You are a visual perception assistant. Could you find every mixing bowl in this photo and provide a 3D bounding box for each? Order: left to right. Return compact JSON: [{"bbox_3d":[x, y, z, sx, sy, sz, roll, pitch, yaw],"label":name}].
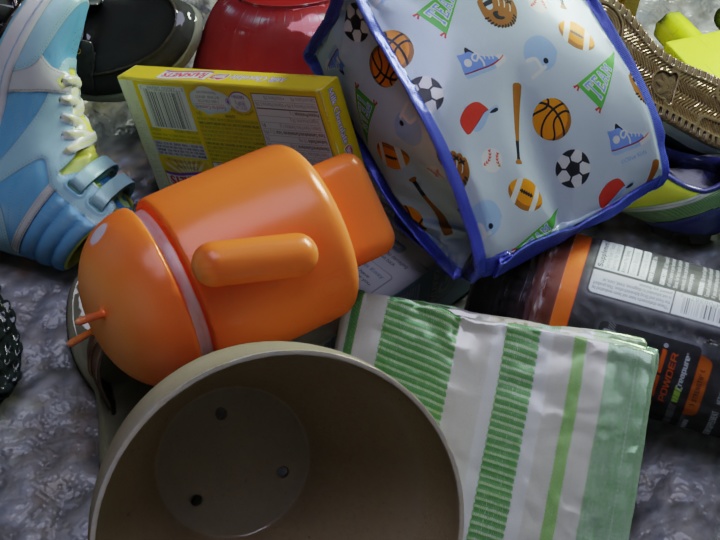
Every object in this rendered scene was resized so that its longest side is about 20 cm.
[{"bbox_3d":[-0.040,-0.164,1.117,0.200,0.109,0.200,-4,32,2],"label":"mixing bowl"}]

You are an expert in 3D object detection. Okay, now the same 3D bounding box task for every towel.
[{"bbox_3d":[0.073,0.098,0.922,0.200,0.023,0.153,11,77,9],"label":"towel"}]

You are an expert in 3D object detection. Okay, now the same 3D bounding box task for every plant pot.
[{"bbox_3d":[-0.058,0.125,0.841,0.200,0.201,0.134,-9,14,-14],"label":"plant pot"}]

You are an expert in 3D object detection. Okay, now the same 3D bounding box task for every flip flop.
[{"bbox_3d":[-0.143,0.066,0.957,0.081,0.058,0.200,-6,47,-11],"label":"flip flop"}]

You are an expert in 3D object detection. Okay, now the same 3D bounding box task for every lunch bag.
[{"bbox_3d":[0.086,-0.106,0.978,0.170,0.124,0.200,-27,78,-24],"label":"lunch bag"}]

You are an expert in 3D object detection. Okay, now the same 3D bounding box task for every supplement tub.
[{"bbox_3d":[0.170,0.037,0.985,0.200,0.107,0.107,15,47,10],"label":"supplement tub"}]

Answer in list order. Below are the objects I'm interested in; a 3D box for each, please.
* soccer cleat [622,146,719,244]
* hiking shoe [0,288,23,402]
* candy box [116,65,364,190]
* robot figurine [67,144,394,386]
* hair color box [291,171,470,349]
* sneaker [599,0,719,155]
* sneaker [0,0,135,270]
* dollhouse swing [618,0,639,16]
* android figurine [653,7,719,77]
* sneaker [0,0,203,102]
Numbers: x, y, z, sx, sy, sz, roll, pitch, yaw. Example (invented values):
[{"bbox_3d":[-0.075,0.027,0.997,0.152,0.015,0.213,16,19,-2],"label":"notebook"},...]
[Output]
[{"bbox_3d":[0.181,-0.076,1.108,0.200,0.084,0.065,10,47,5],"label":"soccer cleat"},{"bbox_3d":[-0.294,0.018,0.992,0.087,0.074,0.200,-40,67,10],"label":"hiking shoe"},{"bbox_3d":[-0.080,-0.088,1.028,0.200,0.102,0.026,10,40,41],"label":"candy box"},{"bbox_3d":[-0.081,-0.003,0.897,0.200,0.117,0.144,-25,39,-18],"label":"robot figurine"},{"bbox_3d":[0.000,0.000,1.034,0.099,0.061,0.200,37,54,27],"label":"hair color box"},{"bbox_3d":[0.183,-0.137,1.122,0.200,0.108,0.070,29,72,-21],"label":"sneaker"},{"bbox_3d":[-0.197,-0.094,1.042,0.130,0.200,0.080,23,10,6],"label":"sneaker"},{"bbox_3d":[0.097,-0.239,1.175,0.175,0.200,0.182,-14,49,-20],"label":"dollhouse swing"},{"bbox_3d":[0.328,-0.148,1.223,0.182,0.041,0.200,-16,49,-20],"label":"android figurine"},{"bbox_3d":[-0.221,-0.175,1.102,0.200,0.106,0.075,-6,68,26],"label":"sneaker"}]
